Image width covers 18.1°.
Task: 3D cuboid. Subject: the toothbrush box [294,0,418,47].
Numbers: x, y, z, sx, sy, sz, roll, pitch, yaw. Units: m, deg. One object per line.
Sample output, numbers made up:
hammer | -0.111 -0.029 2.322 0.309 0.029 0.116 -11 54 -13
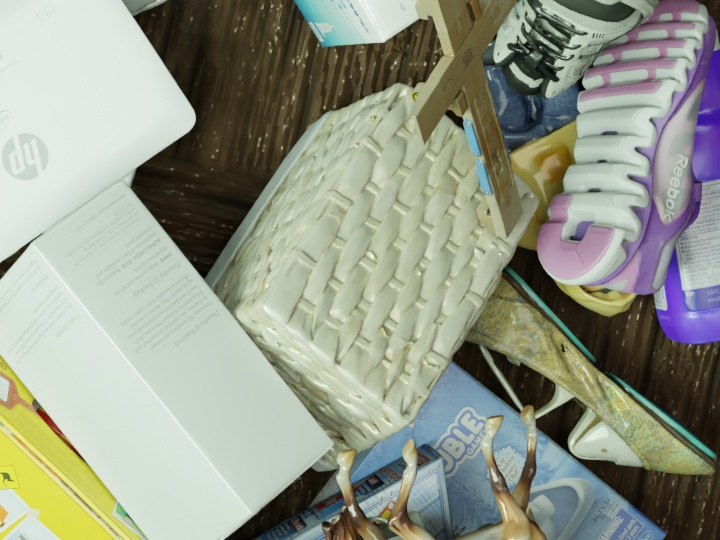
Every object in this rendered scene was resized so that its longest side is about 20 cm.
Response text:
toothbrush box | 0.031 -0.208 1.355 0.146 0.200 0.086 -34 101 -6

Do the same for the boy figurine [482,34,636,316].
boy figurine | 0.124 -0.061 1.459 0.124 0.064 0.201 -21 97 -15

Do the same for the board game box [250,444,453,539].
board game box | 0.006 0.217 1.419 0.200 0.062 0.200 -42 100 -4

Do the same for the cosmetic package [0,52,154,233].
cosmetic package | -0.234 -0.088 1.378 0.199 0.074 0.102 18 91 -11

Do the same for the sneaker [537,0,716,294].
sneaker | 0.181 -0.071 1.415 0.088 0.080 0.201 30 75 -37

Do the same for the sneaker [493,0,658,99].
sneaker | 0.120 -0.139 1.322 0.075 0.200 0.088 34 92 4

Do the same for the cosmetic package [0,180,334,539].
cosmetic package | -0.122 0.063 1.309 0.200 0.113 0.081 51 52 -2

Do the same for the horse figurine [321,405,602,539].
horse figurine | 0.058 0.157 1.311 0.199 0.050 0.134 -11 91 -32

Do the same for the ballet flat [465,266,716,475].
ballet flat | 0.142 0.082 1.476 0.200 0.071 0.071 41 87 -7

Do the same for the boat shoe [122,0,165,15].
boat shoe | -0.139 -0.197 1.389 0.199 0.065 0.074 -34 101 -7

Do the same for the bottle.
bottle | 0.224 -0.056 1.478 0.083 0.065 0.202 -12 98 -16

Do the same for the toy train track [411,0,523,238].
toy train track | 0.057 -0.094 1.282 0.115 0.032 0.201 -57 146 -29

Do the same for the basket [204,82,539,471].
basket | 0.000 0.000 1.373 0.135 0.123 0.201 39 61 -13

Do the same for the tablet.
tablet | -0.211 -0.085 1.340 0.199 0.014 0.131 -35 101 -5

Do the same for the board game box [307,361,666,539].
board game box | 0.064 0.190 1.481 0.199 0.043 0.200 38 88 -11

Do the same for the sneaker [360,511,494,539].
sneaker | -0.003 0.183 1.353 0.199 0.074 0.080 4 84 -17

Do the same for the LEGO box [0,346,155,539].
LEGO box | -0.218 0.143 1.369 0.149 0.077 0.200 -38 103 25
